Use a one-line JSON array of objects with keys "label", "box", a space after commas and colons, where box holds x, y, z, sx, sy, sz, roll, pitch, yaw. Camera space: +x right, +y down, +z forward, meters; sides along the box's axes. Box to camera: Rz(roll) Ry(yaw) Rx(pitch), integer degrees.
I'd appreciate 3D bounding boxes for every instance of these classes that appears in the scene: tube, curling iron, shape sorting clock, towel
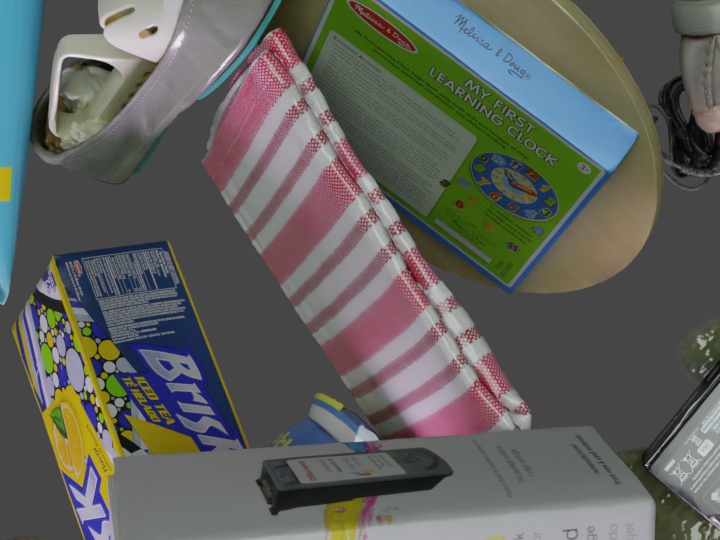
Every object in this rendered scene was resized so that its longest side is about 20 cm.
[{"label": "tube", "box": [-0.176, -0.091, 0.801, 0.077, 0.050, 0.202, 27, 113, 48]}, {"label": "curling iron", "box": [0.174, -0.136, 0.797, 0.049, 0.026, 0.202, 17, 92, 3]}, {"label": "shape sorting clock", "box": [0.041, -0.068, 0.743, 0.199, 0.200, 0.039, 35, 61, 5]}, {"label": "towel", "box": [0.000, 0.000, 0.761, 0.030, 0.146, 0.201, -32, 87, -19]}]

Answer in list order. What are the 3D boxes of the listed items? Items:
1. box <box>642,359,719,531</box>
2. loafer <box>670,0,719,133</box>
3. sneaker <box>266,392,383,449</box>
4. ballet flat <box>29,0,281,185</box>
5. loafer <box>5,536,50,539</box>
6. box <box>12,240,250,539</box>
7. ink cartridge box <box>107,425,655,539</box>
[{"label": "box", "box": [0.251, 0.061, 0.778, 0.161, 0.049, 0.201, 38, 94, 7]}, {"label": "loafer", "box": [0.237, -0.107, 0.768, 0.198, 0.072, 0.063, -9, 104, -5]}, {"label": "sneaker", "box": [0.017, 0.153, 0.777, 0.082, 0.074, 0.200, -37, 69, -8]}, {"label": "ballet flat", "box": [-0.096, -0.097, 0.752, 0.063, 0.200, 0.068, 14, 59, -25]}, {"label": "loafer", "box": [-0.097, 0.179, 0.805, 0.198, 0.068, 0.076, 11, 91, 6]}, {"label": "box", "box": [-0.090, 0.092, 0.767, 0.064, 0.070, 0.201, -9, 66, -33]}, {"label": "ink cartridge box", "box": [0.007, 0.146, 0.656, 0.198, 0.086, 0.149, -4, 106, -11]}]
